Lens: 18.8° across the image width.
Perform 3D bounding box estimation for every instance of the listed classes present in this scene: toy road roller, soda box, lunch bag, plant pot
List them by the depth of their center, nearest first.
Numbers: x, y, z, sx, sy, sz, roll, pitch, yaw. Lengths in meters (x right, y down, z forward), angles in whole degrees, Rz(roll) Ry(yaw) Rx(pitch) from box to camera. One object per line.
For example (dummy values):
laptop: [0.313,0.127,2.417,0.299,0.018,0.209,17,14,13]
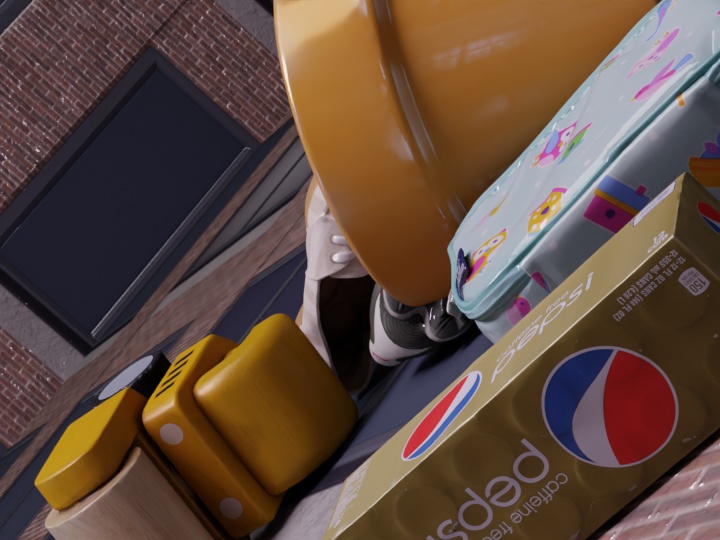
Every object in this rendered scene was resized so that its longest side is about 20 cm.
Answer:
soda box: [0.075,0.058,0.827,0.200,0.068,0.064,-44,9,26]
lunch bag: [0.121,-0.042,0.986,0.200,0.077,0.160,-46,14,12]
plant pot: [0.080,-0.103,1.130,0.183,0.200,0.200,-19,18,18]
toy road roller: [-0.088,0.108,1.291,0.146,0.123,0.200,-33,13,22]

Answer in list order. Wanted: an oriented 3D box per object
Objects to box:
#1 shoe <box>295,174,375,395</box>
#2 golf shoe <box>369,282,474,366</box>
shoe: [0.000,0.000,1.316,0.200,0.070,0.053,100,159,-49]
golf shoe: [0.061,-0.028,1.295,0.200,0.077,0.088,-52,-1,-33]
